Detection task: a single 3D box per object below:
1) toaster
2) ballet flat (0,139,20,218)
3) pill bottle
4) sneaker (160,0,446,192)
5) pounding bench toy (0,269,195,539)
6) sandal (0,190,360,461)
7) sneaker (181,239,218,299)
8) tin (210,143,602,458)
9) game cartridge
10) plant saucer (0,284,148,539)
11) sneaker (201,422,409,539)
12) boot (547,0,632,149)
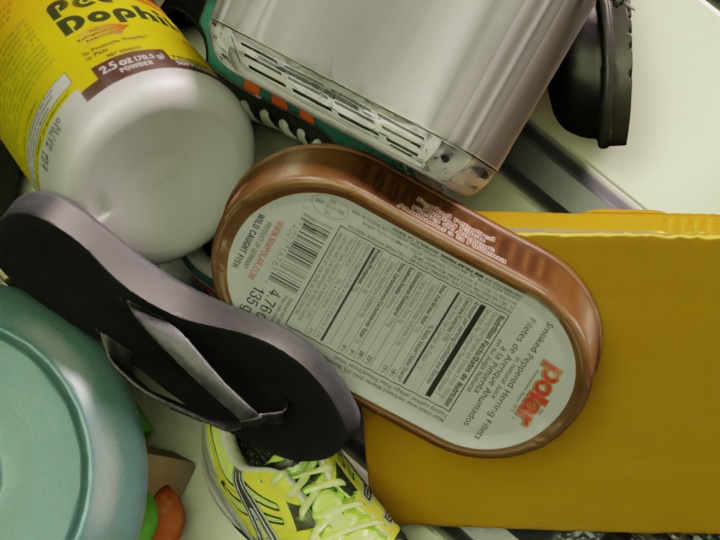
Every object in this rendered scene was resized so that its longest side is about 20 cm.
[{"bbox_3d":[0.024,-0.123,1.060,0.199,0.114,0.130,28,93,14],"label":"toaster"},{"bbox_3d":[-0.229,-0.024,1.203,0.068,0.068,0.201,6,84,13],"label":"ballet flat"},{"bbox_3d":[-0.139,-0.095,1.138,0.109,0.109,0.200,-45,43,4],"label":"pill bottle"},{"bbox_3d":[-0.033,-0.095,1.171,0.080,0.071,0.200,-42,65,8],"label":"sneaker"},{"bbox_3d":[-0.163,0.093,1.147,0.156,0.124,0.201,26,88,13],"label":"pounding bench toy"},{"bbox_3d":[-0.095,0.039,1.059,0.200,0.076,0.043,31,48,-2],"label":"sandal"},{"bbox_3d":[0.000,0.000,1.140,0.199,0.093,0.071,7,85,13],"label":"sneaker"},{"bbox_3d":[0.021,0.018,1.060,0.199,0.042,0.112,28,124,-4],"label":"tin"},{"bbox_3d":[0.098,0.052,1.101,0.199,0.032,0.177,1,118,9],"label":"game cartridge"},{"bbox_3d":[-0.204,0.102,1.074,0.199,0.027,0.201,-1,81,9],"label":"plant saucer"},{"bbox_3d":[-0.023,0.130,1.104,0.075,0.077,0.200,-36,55,-18],"label":"sneaker"},{"bbox_3d":[0.056,-0.151,1.152,0.157,0.079,0.212,-11,71,3],"label":"boot"}]
